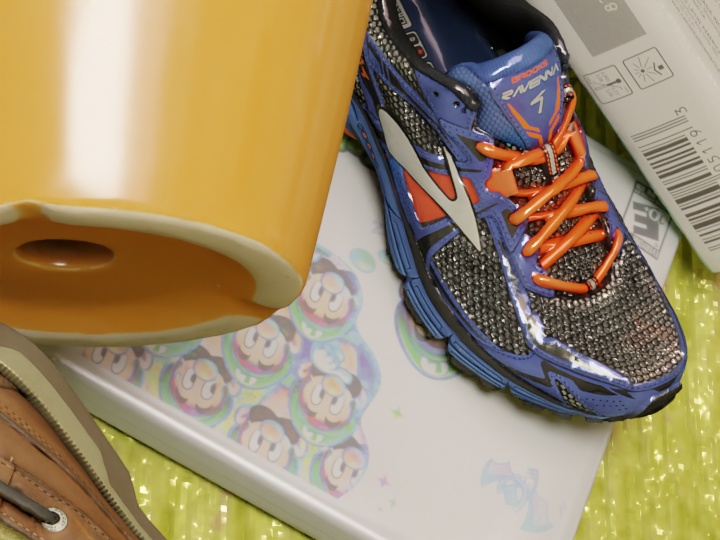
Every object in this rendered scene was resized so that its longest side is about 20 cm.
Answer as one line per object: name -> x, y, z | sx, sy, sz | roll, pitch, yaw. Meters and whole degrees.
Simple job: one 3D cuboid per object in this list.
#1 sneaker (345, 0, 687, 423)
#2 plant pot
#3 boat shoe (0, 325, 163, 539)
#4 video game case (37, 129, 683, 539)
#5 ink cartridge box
sneaker -> 0.041, -0.039, 0.916 | 0.075, 0.078, 0.200 | -31, 83, -32
plant pot -> -0.074, -0.083, 0.770 | 0.200, 0.200, 0.184 | 8, 71, -23
boat shoe -> -0.068, 0.108, 0.754 | 0.200, 0.072, 0.068 | 47, 29, -9
video game case -> 0.000, 0.000, 0.939 | 0.200, 0.024, 0.182 | 30, 57, -11
ink cartridge box -> 0.116, -0.122, 1.015 | 0.161, 0.050, 0.200 | 52, 32, -25
